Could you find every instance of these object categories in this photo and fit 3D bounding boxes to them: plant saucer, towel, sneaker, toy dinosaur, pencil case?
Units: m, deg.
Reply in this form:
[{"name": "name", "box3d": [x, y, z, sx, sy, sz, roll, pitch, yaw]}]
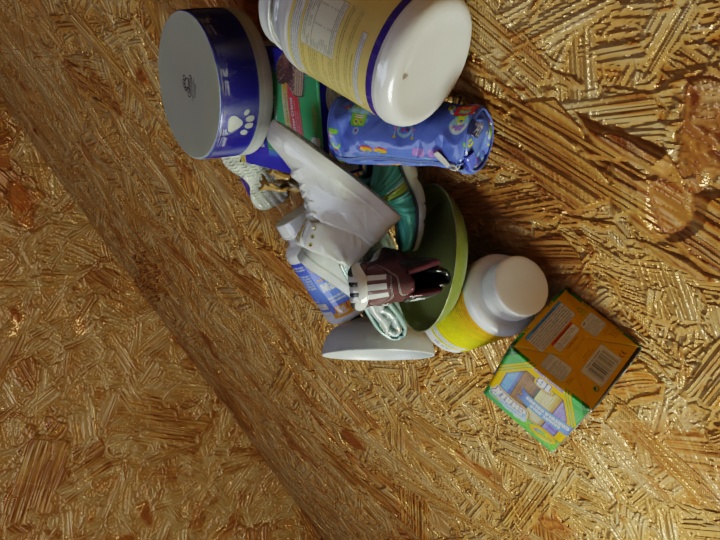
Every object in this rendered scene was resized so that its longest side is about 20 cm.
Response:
[{"name": "plant saucer", "box3d": [0.099, -0.016, 0.986, 0.200, 0.031, 0.201, -174, 90, -71]}, {"name": "towel", "box3d": [0.020, -0.017, 1.080, 0.048, 0.172, 0.200, -14, 136, 15]}, {"name": "sneaker", "box3d": [0.000, 0.000, 1.185, 0.199, 0.085, 0.073, 33, -170, -18]}, {"name": "toy dinosaur", "box3d": [-0.102, -0.144, 1.177, 0.200, 0.106, 0.061, 48, 128, 50]}, {"name": "sneaker", "box3d": [-0.059, -0.086, 0.904, 0.200, 0.116, 0.074, 39, -169, -13]}, {"name": "sneaker", "box3d": [0.064, 0.011, 0.933, 0.115, 0.200, 0.076, -5, 99, 18]}, {"name": "sneaker", "box3d": [0.035, -0.116, 0.972, 0.077, 0.079, 0.201, -138, 29, -64]}, {"name": "pencil case", "box3d": [0.054, -0.156, 0.843, 0.199, 0.087, 0.078, 10, 147, 26]}, {"name": "sneaker", "box3d": [-0.193, -0.194, 1.297, 0.200, 0.069, 0.100, 60, -175, -56]}]

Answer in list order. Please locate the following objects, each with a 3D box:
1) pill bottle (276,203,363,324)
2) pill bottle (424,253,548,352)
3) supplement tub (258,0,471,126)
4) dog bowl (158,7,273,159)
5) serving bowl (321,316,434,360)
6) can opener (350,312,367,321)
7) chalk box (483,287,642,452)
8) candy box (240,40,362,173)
[{"name": "pill bottle", "box3d": [-0.060, -0.016, 1.267, 0.201, 0.112, 0.112, 58, 154, -17]}, {"name": "pill bottle", "box3d": [0.167, 0.044, 0.985, 0.109, 0.109, 0.200, 49, 156, -1]}, {"name": "supplement tub", "box3d": [0.002, -0.260, 0.776, 0.200, 0.145, 0.146, 36, 153, 25]}, {"name": "dog bowl", "box3d": [-0.204, -0.257, 1.001, 0.200, 0.078, 0.201, 24, 121, 48]}, {"name": "serving bowl", "box3d": [0.031, 0.119, 1.280, 0.200, 0.199, 0.066, 152, 121, -65]}, {"name": "can opener", "box3d": [-0.036, 0.017, 1.373, 0.201, 0.053, 0.067, 59, -174, -22]}, {"name": "chalk box", "box3d": [0.255, 0.143, 0.964, 0.124, 0.124, 0.200, 40, 153, 17]}, {"name": "candy box", "box3d": [-0.090, -0.225, 0.997, 0.199, 0.077, 0.170, 21, 120, 47]}]
